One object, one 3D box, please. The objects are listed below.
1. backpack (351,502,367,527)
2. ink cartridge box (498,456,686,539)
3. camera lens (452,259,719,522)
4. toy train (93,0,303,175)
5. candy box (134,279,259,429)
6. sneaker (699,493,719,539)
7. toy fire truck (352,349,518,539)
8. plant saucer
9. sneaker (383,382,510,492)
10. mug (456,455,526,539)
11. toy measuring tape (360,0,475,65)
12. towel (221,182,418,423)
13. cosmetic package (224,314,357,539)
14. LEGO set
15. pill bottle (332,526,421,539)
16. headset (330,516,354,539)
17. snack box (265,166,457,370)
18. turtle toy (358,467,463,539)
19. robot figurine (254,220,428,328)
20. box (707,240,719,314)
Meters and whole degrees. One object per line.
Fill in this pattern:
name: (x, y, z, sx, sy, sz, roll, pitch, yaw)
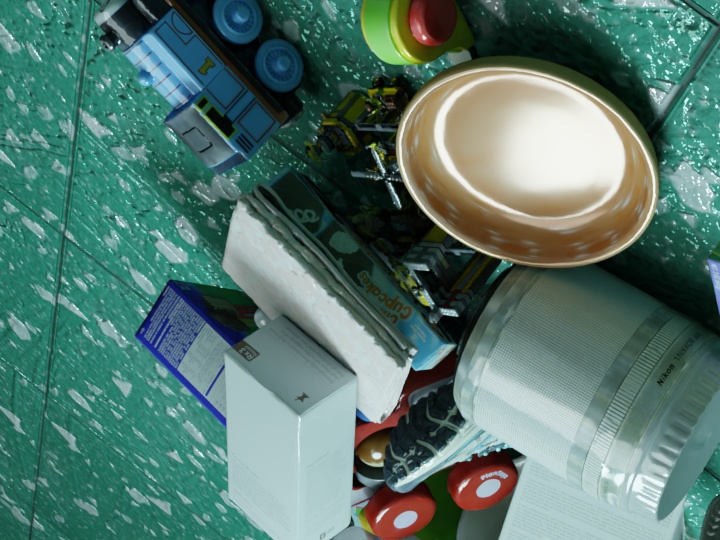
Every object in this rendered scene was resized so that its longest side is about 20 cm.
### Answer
backpack: (0.009, 0.250, 2.044, 0.201, 0.167, 0.127, 54, 148, 2)
ink cartridge box: (0.213, 0.210, 1.696, 0.161, 0.201, 0.050, 20, 180, 34)
camera lens: (0.185, 0.086, 1.529, 0.199, 0.160, 0.160, 31, 152, 20)
toy train: (-0.135, -0.180, 1.600, 0.200, 0.114, 0.087, 47, 152, -14)
candy box: (-0.093, 0.099, 1.876, 0.200, 0.077, 0.169, 42, -163, 30)
sneaker: (0.319, 0.283, 1.658, 0.076, 0.201, 0.114, 20, -171, 35)
toy fire truck: (0.052, 0.144, 1.772, 0.169, 0.199, 0.113, 80, 167, -48)
plant saucer: (0.125, -0.084, 1.431, 0.199, 0.038, 0.201, 13, 139, 11)
sneaker: (0.109, 0.135, 1.686, 0.086, 0.200, 0.078, 45, -172, -30)
mug: (0.201, 0.283, 1.831, 0.153, 0.150, 0.186, 50, 169, -35)
toy measuring tape: (0.051, -0.157, 1.439, 0.073, 0.074, 0.201, 10, 140, 46)
towel: (-0.036, 0.031, 1.616, 0.200, 0.032, 0.191, 47, 162, 8)
cosmetic package: (-0.061, 0.147, 1.680, 0.102, 0.074, 0.201, 39, 144, 29)
LEGO set: (0.029, -0.046, 1.582, 0.153, 0.116, 0.201, 13, 142, 43)
pill bottle: (0.053, 0.319, 1.840, 0.200, 0.111, 0.110, 35, 159, -29)
headset: (-0.064, 0.225, 1.903, 0.124, 0.093, 0.200, 70, 161, -2)
snack box: (0.000, 0.000, 1.640, 0.200, 0.037, 0.116, 48, -175, 6)
turtle toy: (0.059, 0.213, 1.941, 0.200, 0.146, 0.101, 48, 175, -14)
robot figurine: (-0.018, 0.032, 1.769, 0.169, 0.113, 0.200, -27, 112, 34)
box: (0.350, 0.043, 1.375, 0.199, 0.048, 0.118, 18, 146, 35)
